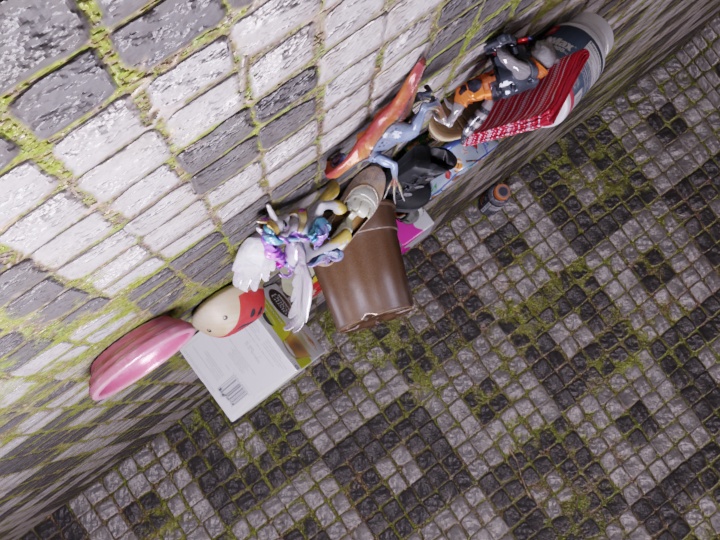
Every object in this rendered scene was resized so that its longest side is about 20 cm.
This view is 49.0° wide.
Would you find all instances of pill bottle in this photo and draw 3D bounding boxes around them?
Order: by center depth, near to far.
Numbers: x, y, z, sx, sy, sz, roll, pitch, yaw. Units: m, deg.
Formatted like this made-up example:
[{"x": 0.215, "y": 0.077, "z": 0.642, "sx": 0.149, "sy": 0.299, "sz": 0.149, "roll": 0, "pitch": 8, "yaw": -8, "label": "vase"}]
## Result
[{"x": 0.343, "y": -0.346, "z": 1.337, "sx": 0.200, "sy": 0.119, "sz": 0.120, "roll": -48, "pitch": -179, "yaw": -28, "label": "pill bottle"}, {"x": 0.608, "y": -0.324, "z": 3.558, "sx": 0.106, "sy": 0.107, "sz": 0.200, "roll": -35, "pitch": 175, "yaw": -17, "label": "pill bottle"}]

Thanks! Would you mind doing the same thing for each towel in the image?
[{"x": 0.247, "y": -0.263, "z": 1.205, "sx": 0.199, "sy": 0.022, "sz": 0.146, "roll": -5, "pitch": -131, "yaw": 57, "label": "towel"}]

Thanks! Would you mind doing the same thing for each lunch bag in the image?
[{"x": 0.182, "y": -0.222, "z": 1.614, "sx": 0.160, "sy": 0.076, "sz": 0.199, "roll": -40, "pitch": -174, "yaw": -36, "label": "lunch bag"}]

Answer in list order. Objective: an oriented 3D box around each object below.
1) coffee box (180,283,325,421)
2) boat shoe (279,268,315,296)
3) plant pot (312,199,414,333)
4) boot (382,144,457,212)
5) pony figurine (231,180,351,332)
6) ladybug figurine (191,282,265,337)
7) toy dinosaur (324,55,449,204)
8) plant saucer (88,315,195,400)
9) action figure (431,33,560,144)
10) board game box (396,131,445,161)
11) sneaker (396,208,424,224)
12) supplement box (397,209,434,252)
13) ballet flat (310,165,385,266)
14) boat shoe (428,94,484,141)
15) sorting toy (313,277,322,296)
[{"x": -0.234, "y": 0.176, "z": 1.753, "sx": 0.199, "sy": 0.201, "sz": 0.198, "roll": -38, "pitch": 175, "yaw": 18, "label": "coffee box"}, {"x": -0.125, "y": -0.010, "z": 1.622, "sx": 0.202, "sy": 0.073, "sz": 0.064, "roll": 106, "pitch": 1, "yaw": -66, "label": "boat shoe"}, {"x": 0.000, "y": 0.000, "z": 1.457, "sx": 0.198, "sy": 0.201, "sz": 0.200, "roll": -17, "pitch": 168, "yaw": -4, "label": "plant pot"}, {"x": 0.112, "y": -0.173, "z": 1.457, "sx": 0.163, "sy": 0.066, "sz": 0.200, "roll": -13, "pitch": 167, "yaw": -33, "label": "boot"}, {"x": -0.101, "y": -0.032, "z": 1.214, "sx": 0.199, "sy": 0.165, "sz": 0.195, "roll": -26, "pitch": 137, "yaw": -49, "label": "pony figurine"}, {"x": -0.242, "y": 0.076, "z": 1.506, "sx": 0.135, "sy": 0.072, "sz": 0.200, "roll": -39, "pitch": 175, "yaw": 22, "label": "ladybug figurine"}, {"x": 0.020, "y": -0.192, "z": 1.064, "sx": 0.180, "sy": 0.106, "sz": 0.201, "roll": -24, "pitch": 138, "yaw": 4, "label": "toy dinosaur"}, {"x": -0.371, "y": 0.138, "z": 1.317, "sx": 0.200, "sy": 0.051, "sz": 0.201, "roll": -36, "pitch": 176, "yaw": -3, "label": "plant saucer"}, {"x": 0.215, "y": -0.286, "z": 1.201, "sx": 0.192, "sy": 0.106, "sz": 0.200, "roll": -29, "pitch": 178, "yaw": 25, "label": "action figure"}, {"x": 0.154, "y": -0.257, "z": 1.479, "sx": 0.199, "sy": 0.024, "sz": 0.105, "roll": -35, "pitch": 173, "yaw": -14, "label": "board game box"}, {"x": 0.100, "y": -0.145, "z": 1.807, "sx": 0.080, "sy": 0.074, "sz": 0.200, "roll": -49, "pitch": 171, "yaw": -10, "label": "sneaker"}, {"x": 0.120, "y": -0.120, "z": 2.057, "sx": 0.101, "sy": 0.104, "sz": 0.200, "roll": -35, "pitch": 176, "yaw": -2, "label": "supplement box"}, {"x": -0.016, "y": -0.086, "z": 1.339, "sx": 0.201, "sy": 0.068, "sz": 0.067, "roll": -56, "pitch": -160, "yaw": 4, "label": "ballet flat"}, {"x": 0.178, "y": -0.263, "z": 1.336, "sx": 0.200, "sy": 0.072, "sz": 0.072, "roll": -41, "pitch": 177, "yaw": -33, "label": "boat shoe"}, {"x": -0.079, "y": -0.005, "z": 1.909, "sx": 0.198, "sy": 0.070, "sz": 0.200, "roll": -36, "pitch": 175, "yaw": -12, "label": "sorting toy"}]
